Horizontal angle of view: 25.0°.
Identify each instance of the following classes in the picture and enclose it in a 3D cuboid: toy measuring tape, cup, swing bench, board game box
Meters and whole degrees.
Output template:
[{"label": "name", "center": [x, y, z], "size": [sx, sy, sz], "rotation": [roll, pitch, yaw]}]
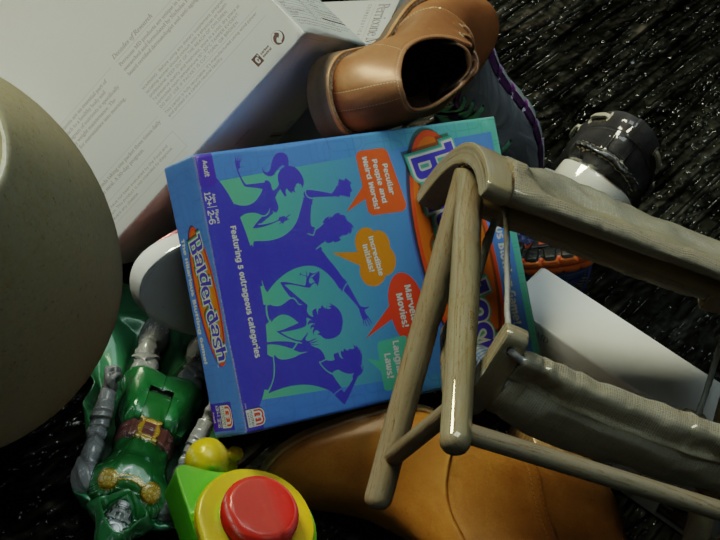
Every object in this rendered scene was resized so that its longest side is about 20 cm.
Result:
[{"label": "toy measuring tape", "center": [-0.046, 0.172, 0.841], "size": [0.073, 0.074, 0.201], "rotation": [-7, 55, -24]}, {"label": "cup", "center": [-0.213, -0.024, 0.766], "size": [0.199, 0.143, 0.201], "rotation": [3, 67, -7]}, {"label": "swing bench", "center": [0.127, 0.043, 0.847], "size": [0.198, 0.130, 0.201], "rotation": [18, 64, -13]}, {"label": "board game box", "center": [0.000, 0.000, 0.919], "size": [0.199, 0.045, 0.153], "rotation": [-11, 88, -31]}]

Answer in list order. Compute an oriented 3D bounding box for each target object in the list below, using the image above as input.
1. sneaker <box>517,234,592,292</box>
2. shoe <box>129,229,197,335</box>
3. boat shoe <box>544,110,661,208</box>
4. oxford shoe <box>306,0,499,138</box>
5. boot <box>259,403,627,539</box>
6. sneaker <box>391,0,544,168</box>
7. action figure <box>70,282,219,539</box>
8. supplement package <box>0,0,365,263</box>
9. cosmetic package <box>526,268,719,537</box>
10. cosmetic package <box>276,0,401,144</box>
[{"label": "sneaker", "center": [0.058, 0.007, 1.053], "size": [0.199, 0.079, 0.076], "rotation": [-2, 45, 6]}, {"label": "shoe", "center": [-0.057, -0.021, 0.980], "size": [0.199, 0.072, 0.091], "rotation": [-12, 35, -27]}, {"label": "boat shoe", "center": [0.164, -0.069, 1.097], "size": [0.074, 0.060, 0.200], "rotation": [36, 1, 8]}, {"label": "oxford shoe", "center": [0.047, -0.126, 0.986], "size": [0.071, 0.072, 0.200], "rotation": [-7, 20, 32]}, {"label": "boot", "center": [0.054, 0.148, 0.893], "size": [0.200, 0.071, 0.144], "rotation": [-5, 50, -16]}, {"label": "sneaker", "center": [0.065, -0.114, 1.117], "size": [0.074, 0.200, 0.088], "rotation": [-6, 37, 32]}, {"label": "action figure", "center": [-0.117, 0.082, 0.928], "size": [0.118, 0.055, 0.200], "rotation": [16, 44, -4]}, {"label": "supplement package", "center": [-0.143, -0.142, 0.996], "size": [0.200, 0.191, 0.147], "rotation": [46, 13, 7]}, {"label": "cosmetic package", "center": [0.168, 0.089, 0.982], "size": [0.200, 0.083, 0.051], "rotation": [34, 43, 22]}, {"label": "cosmetic package", "center": [-0.071, -0.130, 1.115], "size": [0.199, 0.072, 0.102], "rotation": [0, 37, 13]}]
